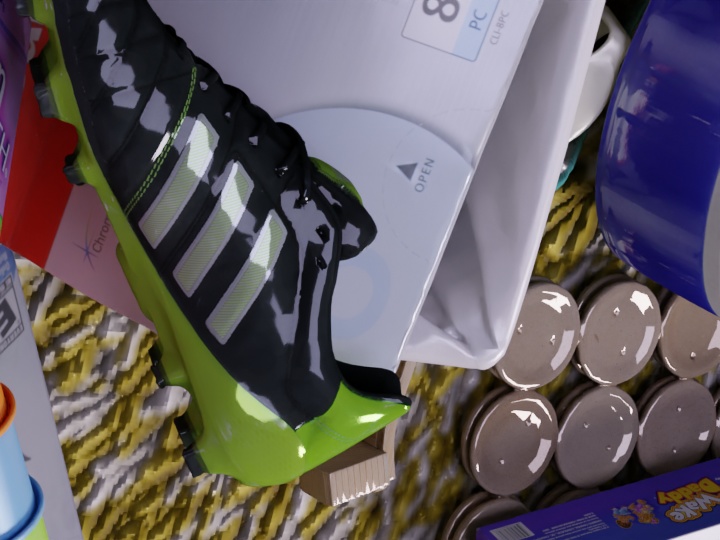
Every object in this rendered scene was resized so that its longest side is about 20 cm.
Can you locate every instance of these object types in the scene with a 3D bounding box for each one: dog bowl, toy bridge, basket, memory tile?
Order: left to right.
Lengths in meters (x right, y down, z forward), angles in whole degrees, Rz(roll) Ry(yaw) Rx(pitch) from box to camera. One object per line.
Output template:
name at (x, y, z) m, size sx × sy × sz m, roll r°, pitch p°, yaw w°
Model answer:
toy bridge at (0.000, 0.000, 0.953) m, size 0.067 × 0.027 × 0.201 m, roll -18°, pitch 115°, yaw -31°
basket at (0.002, -0.084, 0.828) m, size 0.135 × 0.123 × 0.201 m, roll 11°, pitch 107°, yaw -11°
memory tile at (0.125, 0.074, 1.078) m, size 0.199 × 0.017 × 0.154 m, roll 0°, pitch 106°, yaw -36°
dog bowl at (0.187, -0.075, 0.987) m, size 0.200 × 0.079 × 0.201 m, roll -40°, pitch 146°, yaw -35°

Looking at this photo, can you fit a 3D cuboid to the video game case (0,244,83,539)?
video game case at (-0.169, 0.109, 0.804) m, size 0.200 × 0.022 × 0.183 m, roll -49°, pitch 142°, yaw -43°

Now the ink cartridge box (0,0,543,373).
ink cartridge box at (-0.058, -0.062, 0.737) m, size 0.199 × 0.047 × 0.161 m, roll 18°, pitch 106°, yaw -14°

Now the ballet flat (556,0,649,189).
ballet flat at (0.098, -0.112, 0.958) m, size 0.067 × 0.070 × 0.201 m, roll 29°, pitch 87°, yaw -38°

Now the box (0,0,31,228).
box at (-0.199, -0.012, 0.652) m, size 0.097 × 0.175 × 0.201 m, roll 83°, pitch 11°, yaw -67°

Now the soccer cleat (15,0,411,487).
soccer cleat at (-0.045, -0.029, 0.701) m, size 0.081 × 0.068 × 0.201 m, roll -22°, pitch 112°, yaw -3°

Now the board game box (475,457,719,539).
board game box at (0.139, 0.163, 1.081) m, size 0.199 × 0.045 × 0.135 m, roll -13°, pitch 124°, yaw -30°

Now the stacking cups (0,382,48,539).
stacking cups at (-0.131, 0.065, 0.770) m, size 0.060 × 0.060 × 0.201 m, roll -24°, pitch 125°, yaw -28°
